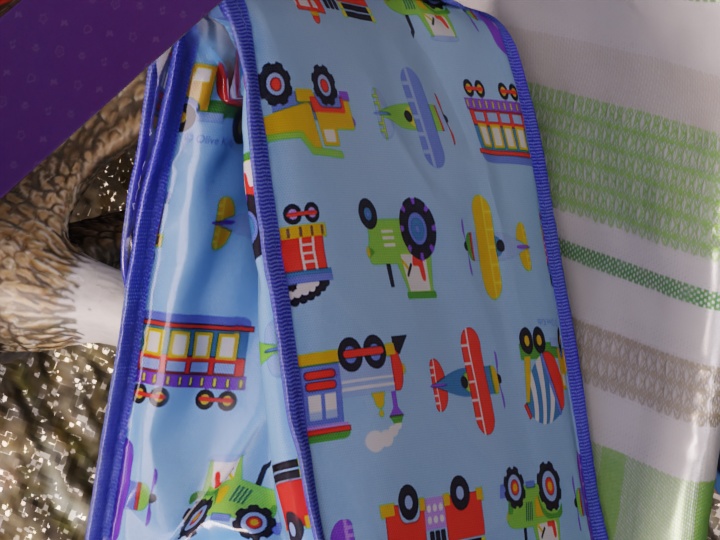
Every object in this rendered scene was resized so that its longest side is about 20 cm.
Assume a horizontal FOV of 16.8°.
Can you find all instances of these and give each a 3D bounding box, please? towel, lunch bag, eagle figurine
[{"bbox_3d":[0.063,-0.012,0.762,0.030,0.149,0.202,-2,102,-33],"label":"towel"},{"bbox_3d":[0.000,0.000,0.701,0.093,0.150,0.202,1,91,36],"label":"lunch bag"},{"bbox_3d":[-0.094,-0.014,0.749,0.151,0.152,0.200,41,58,2],"label":"eagle figurine"}]

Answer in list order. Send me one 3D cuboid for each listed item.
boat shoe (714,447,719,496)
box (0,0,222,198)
[{"bbox_3d":[0.129,0.016,0.750,0.069,0.084,0.201,-47,68,41],"label":"boat shoe"},{"bbox_3d":[-0.084,-0.092,0.647,0.136,0.200,0.039,6,132,45],"label":"box"}]
